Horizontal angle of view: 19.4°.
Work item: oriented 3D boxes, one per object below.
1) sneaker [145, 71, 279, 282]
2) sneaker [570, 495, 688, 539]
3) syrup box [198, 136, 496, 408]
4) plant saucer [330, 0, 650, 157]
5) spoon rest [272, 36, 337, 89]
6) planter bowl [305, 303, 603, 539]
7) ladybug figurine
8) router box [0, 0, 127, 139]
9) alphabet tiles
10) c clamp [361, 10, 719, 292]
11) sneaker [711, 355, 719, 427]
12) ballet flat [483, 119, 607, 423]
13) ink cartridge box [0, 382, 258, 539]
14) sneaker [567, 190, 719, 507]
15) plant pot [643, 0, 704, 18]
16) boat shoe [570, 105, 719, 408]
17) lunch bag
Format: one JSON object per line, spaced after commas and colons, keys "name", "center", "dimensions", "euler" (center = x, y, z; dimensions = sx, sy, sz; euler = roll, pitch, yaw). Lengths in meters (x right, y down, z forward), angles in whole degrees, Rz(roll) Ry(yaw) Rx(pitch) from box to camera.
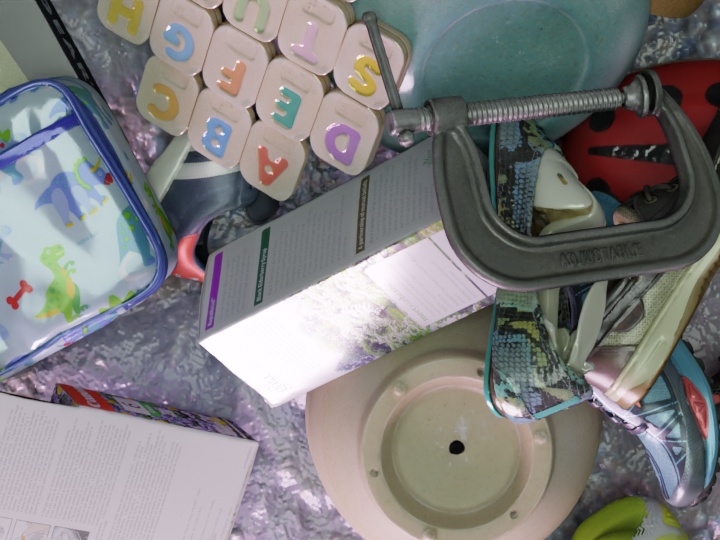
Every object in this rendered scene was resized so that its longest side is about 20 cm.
{"name": "sneaker", "center": [-0.076, -0.082, 1.350], "dimensions": [0.084, 0.075, 0.201], "euler": [31, 107, 2]}
{"name": "sneaker", "center": [0.141, 0.233, 1.381], "dimensions": [0.199, 0.076, 0.105], "euler": [-33, 116, 23]}
{"name": "syrup box", "center": [0.000, 0.000, 1.292], "dimensions": [0.199, 0.082, 0.079], "euler": [-26, 129, 28]}
{"name": "plant saucer", "center": [0.081, -0.130, 1.251], "dimensions": [0.199, 0.039, 0.202], "euler": [-7, 134, -8]}
{"name": "spoon rest", "center": [0.040, -0.135, 1.309], "dimensions": [0.198, 0.099, 0.061], "euler": [0, 83, -17]}
{"name": "planter bowl", "center": [0.059, 0.103, 1.338], "dimensions": [0.198, 0.135, 0.203], "euler": [0, 97, 3]}
{"name": "ladybug figurine", "center": [0.212, -0.068, 1.322], "dimensions": [0.198, 0.072, 0.137], "euler": [-1, 87, 19]}
{"name": "router box", "center": [-0.266, -0.129, 1.359], "dimensions": [0.156, 0.052, 0.201], "euler": [-29, 96, 6]}
{"name": "alphabet tiles", "center": [-0.066, -0.143, 1.250], "dimensions": [0.199, 0.015, 0.197], "euler": [31, 128, 12]}
{"name": "c clamp", "center": [0.108, -0.071, 1.182], "dimensions": [0.198, 0.027, 0.173], "euler": [-2, 69, -18]}
{"name": "sneaker", "center": [0.267, 0.044, 1.355], "dimensions": [0.198, 0.076, 0.115], "euler": [-20, 94, 1]}
{"name": "ballet flat", "center": [0.110, -0.008, 1.206], "dimensions": [0.073, 0.074, 0.202], "euler": [1, 67, 2]}
{"name": "ink cartridge box", "center": [-0.174, 0.135, 1.347], "dimensions": [0.198, 0.050, 0.110], "euler": [15, 98, -30]}
{"name": "sneaker", "center": [0.148, 0.058, 1.288], "dimensions": [0.095, 0.079, 0.202], "euler": [-20, 80, -19]}
{"name": "plant pot", "center": [0.197, -0.263, 1.276], "dimensions": [0.185, 0.187, 0.201], "euler": [21, 113, -1]}
{"name": "boat shoe", "center": [0.178, -0.021, 1.232], "dimensions": [0.064, 0.073, 0.201], "euler": [28, 76, -4]}
{"name": "lunch bag", "center": [-0.227, -0.021, 1.305], "dimensions": [0.199, 0.082, 0.162], "euler": [-26, 96, 7]}
